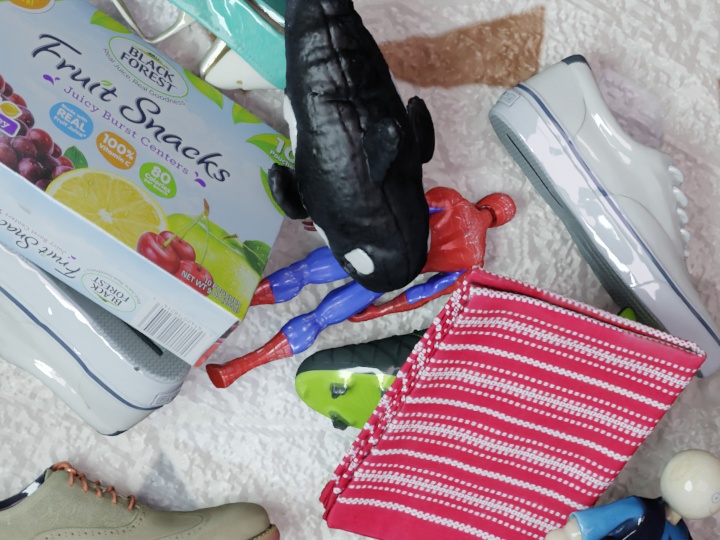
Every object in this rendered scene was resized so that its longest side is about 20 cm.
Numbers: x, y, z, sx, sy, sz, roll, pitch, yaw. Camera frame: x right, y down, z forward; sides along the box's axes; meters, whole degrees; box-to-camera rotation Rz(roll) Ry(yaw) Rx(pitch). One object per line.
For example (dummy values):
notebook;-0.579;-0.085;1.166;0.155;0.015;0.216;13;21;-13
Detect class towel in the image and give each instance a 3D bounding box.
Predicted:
towel;0.078;0.091;1.220;0.144;0.023;0.200;19;129;-16

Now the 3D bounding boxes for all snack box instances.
snack box;-0.135;-0.060;1.167;0.199;0.053;0.143;34;40;-13

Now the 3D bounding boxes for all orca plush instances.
orca plush;0.011;-0.083;1.170;0.105;0.071;0.202;-5;99;-33

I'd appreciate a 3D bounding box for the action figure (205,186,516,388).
action figure;0.000;0.000;1.245;0.199;0.052;0.066;-23;103;-17

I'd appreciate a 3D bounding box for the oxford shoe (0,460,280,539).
oxford shoe;-0.142;0.138;1.207;0.199;0.070;0.075;-7;89;-14

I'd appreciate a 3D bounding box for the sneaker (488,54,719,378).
sneaker;0.156;-0.032;1.269;0.071;0.073;0.200;-37;100;-6

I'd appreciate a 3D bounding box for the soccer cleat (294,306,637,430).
soccer cleat;0.063;0.053;1.260;0.198;0.068;0.081;1;53;-1

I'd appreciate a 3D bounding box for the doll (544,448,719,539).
doll;0.140;0.184;1.268;0.136;0.048;0.201;31;95;-45

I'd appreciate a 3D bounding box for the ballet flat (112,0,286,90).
ballet flat;-0.081;-0.141;1.218;0.200;0.067;0.070;38;108;-13

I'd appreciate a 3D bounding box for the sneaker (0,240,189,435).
sneaker;-0.181;0.008;1.184;0.200;0.073;0.071;48;122;3
